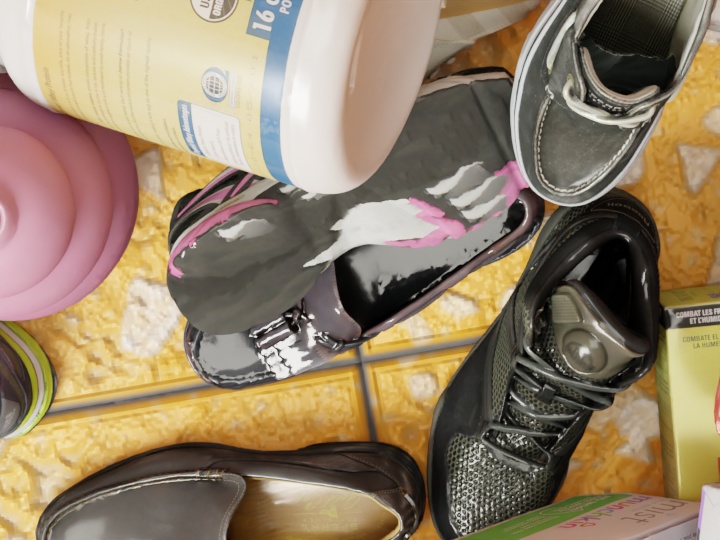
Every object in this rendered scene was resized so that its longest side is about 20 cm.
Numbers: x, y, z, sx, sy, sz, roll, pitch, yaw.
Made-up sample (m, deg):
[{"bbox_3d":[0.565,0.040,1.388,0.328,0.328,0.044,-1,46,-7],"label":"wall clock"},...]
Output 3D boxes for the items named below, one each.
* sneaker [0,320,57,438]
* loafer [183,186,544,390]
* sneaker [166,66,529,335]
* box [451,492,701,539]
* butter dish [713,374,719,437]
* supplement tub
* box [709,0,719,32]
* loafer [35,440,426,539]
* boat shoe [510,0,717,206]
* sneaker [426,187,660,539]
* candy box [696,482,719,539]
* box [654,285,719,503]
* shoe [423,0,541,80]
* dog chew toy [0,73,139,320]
[{"bbox_3d":[-0.242,0.019,1.412,0.199,0.081,0.074,30,95,-2],"label":"sneaker"},{"bbox_3d":[0.000,0.000,1.418,0.199,0.063,0.072,-27,97,3],"label":"loafer"},{"bbox_3d":[-0.010,-0.051,1.383,0.199,0.086,0.081,-22,121,-4],"label":"sneaker"},{"bbox_3d":[0.083,0.212,1.336,0.096,0.199,0.177,0,100,44],"label":"box"},{"bbox_3d":[0.256,0.014,1.356,0.199,0.148,0.201,20,86,-15],"label":"butter dish"},{"bbox_3d":[-0.076,-0.127,1.288,0.199,0.145,0.145,17,96,16],"label":"supplement tub"},{"bbox_3d":[0.222,-0.153,1.372,0.199,0.124,0.098,13,95,-2],"label":"box"},{"bbox_3d":[-0.067,0.123,1.426,0.199,0.072,0.073,-11,96,2],"label":"loafer"},{"bbox_3d":[0.113,-0.099,1.289,0.072,0.071,0.201,15,130,-3],"label":"boat shoe"},{"bbox_3d":[0.088,0.057,1.400,0.076,0.114,0.200,28,99,-2],"label":"sneaker"},{"bbox_3d":[0.239,0.186,1.372,0.071,0.199,0.169,11,97,42],"label":"candy box"},{"bbox_3d":[0.178,0.110,1.423,0.050,0.075,0.201,-4,94,0],"label":"box"},{"bbox_3d":[-0.005,-0.113,1.409,0.199,0.070,0.054,-13,116,-3],"label":"shoe"},{"bbox_3d":[-0.168,-0.033,1.346,0.124,0.200,0.125,0,96,-2],"label":"dog chew toy"}]
